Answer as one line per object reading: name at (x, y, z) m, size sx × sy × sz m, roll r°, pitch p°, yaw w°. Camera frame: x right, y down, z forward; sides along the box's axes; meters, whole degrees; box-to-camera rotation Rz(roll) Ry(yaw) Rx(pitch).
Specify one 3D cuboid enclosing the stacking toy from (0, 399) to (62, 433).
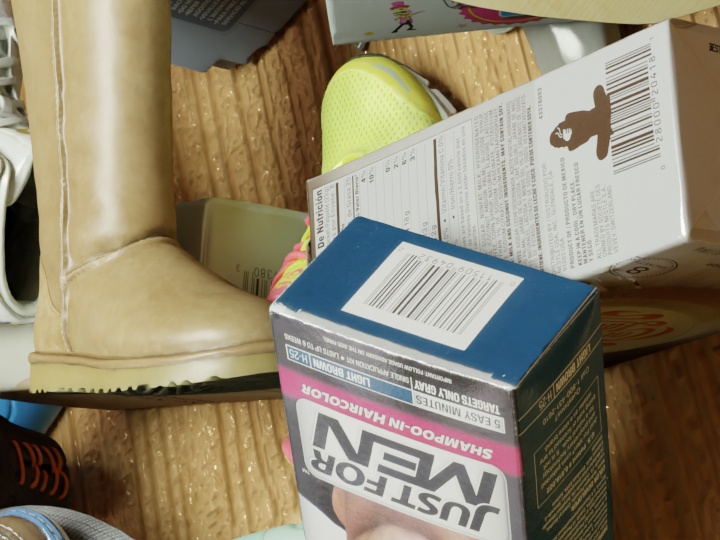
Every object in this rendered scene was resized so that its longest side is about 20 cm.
stacking toy at (-0.227, 0.007, 1.297) m, size 0.110 × 0.116 × 0.201 m, roll -51°, pitch 35°, yaw 29°

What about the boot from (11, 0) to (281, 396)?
boot at (-0.089, -0.050, 0.979) m, size 0.175 × 0.066 × 0.202 m, roll -3°, pitch 88°, yaw 46°

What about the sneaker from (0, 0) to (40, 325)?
sneaker at (-0.163, -0.073, 1.101) m, size 0.115 × 0.073 × 0.202 m, roll 1°, pitch 91°, yaw 51°

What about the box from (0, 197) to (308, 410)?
box at (-0.093, 0.019, 1.115) m, size 0.199 × 0.095 × 0.078 m, roll -8°, pitch 76°, yaw 53°

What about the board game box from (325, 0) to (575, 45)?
board game box at (0.049, -0.197, 0.928) m, size 0.064 × 0.146 × 0.201 m, roll 86°, pitch 179°, yaw -72°

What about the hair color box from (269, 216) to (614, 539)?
hair color box at (0.034, 0.087, 0.859) m, size 0.100 × 0.061 × 0.201 m, roll 17°, pitch 134°, yaw 29°

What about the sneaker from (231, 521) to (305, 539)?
sneaker at (-0.001, 0.195, 0.977) m, size 0.118 × 0.074 × 0.201 m, roll -26°, pitch 86°, yaw 9°

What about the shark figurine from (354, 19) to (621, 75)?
shark figurine at (0.029, -0.148, 0.998) m, size 0.214 × 0.089 × 0.129 m, roll 22°, pitch 99°, yaw 50°

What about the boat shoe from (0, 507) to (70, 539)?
boat shoe at (-0.166, 0.203, 1.040) m, size 0.072 × 0.072 × 0.202 m, roll 7°, pitch 92°, yaw 39°

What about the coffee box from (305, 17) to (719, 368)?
coffee box at (0.084, -0.017, 0.879) m, size 0.200 × 0.114 × 0.080 m, roll -22°, pitch 67°, yaw 49°

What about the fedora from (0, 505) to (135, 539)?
fedora at (-0.117, 0.198, 1.107) m, size 0.199 × 0.090 × 0.178 m, roll 6°, pitch 90°, yaw 40°

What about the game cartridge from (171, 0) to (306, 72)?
game cartridge at (-0.059, -0.169, 1.076) m, size 0.200 × 0.133 × 0.042 m, roll -43°, pitch 43°, yaw 38°

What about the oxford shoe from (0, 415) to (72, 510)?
oxford shoe at (-0.175, 0.090, 1.156) m, size 0.200 × 0.072 × 0.072 m, roll 116°, pitch 150°, yaw -77°

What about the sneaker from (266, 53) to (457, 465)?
sneaker at (0.000, 0.000, 1.001) m, size 0.078 × 0.090 × 0.201 m, roll -27°, pitch 61°, yaw 47°

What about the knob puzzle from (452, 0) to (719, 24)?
knob puzzle at (0.092, -0.176, 0.849) m, size 0.030 × 0.218 × 0.221 m, roll -78°, pitch 8°, yaw -75°
